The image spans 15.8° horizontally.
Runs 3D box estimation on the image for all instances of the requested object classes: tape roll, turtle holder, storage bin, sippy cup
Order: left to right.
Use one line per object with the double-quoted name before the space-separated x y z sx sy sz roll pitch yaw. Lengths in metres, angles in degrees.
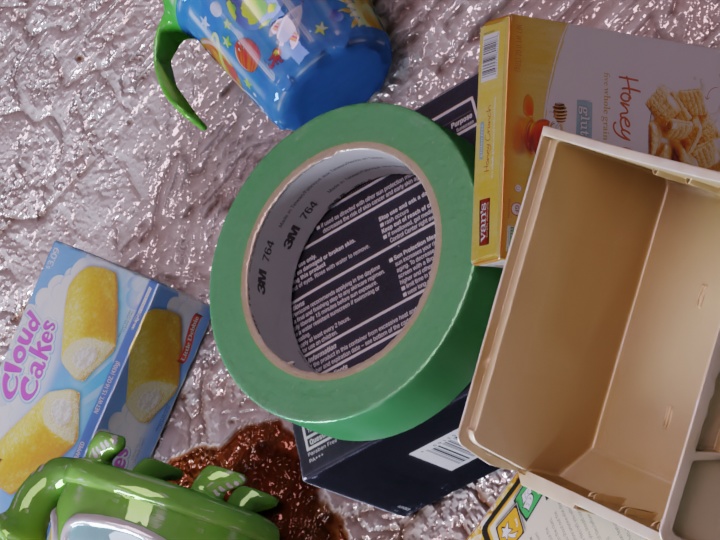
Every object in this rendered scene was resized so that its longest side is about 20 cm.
"turtle holder" -0.152 0.182 1.690 0.185 0.141 0.132 19 81 -5
"sippy cup" -0.048 -0.171 1.776 0.130 0.139 0.178 55 133 25
"tape roll" 0.000 0.000 1.563 0.200 0.048 0.201 -13 66 33
"storage bin" 0.160 0.043 1.388 0.200 0.093 0.199 21 95 59

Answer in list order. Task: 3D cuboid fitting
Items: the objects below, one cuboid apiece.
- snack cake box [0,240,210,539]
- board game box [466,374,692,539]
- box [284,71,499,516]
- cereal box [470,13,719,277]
"snack cake box" -0.198 0.093 1.823 0.115 0.067 0.201 20 86 39
"board game box" 0.146 0.146 1.502 0.200 0.046 0.152 -55 33 26
"box" 0.053 0.017 1.626 0.200 0.123 0.199 -28 60 26
"cereal box" 0.161 -0.065 1.521 0.039 0.199 0.144 -13 73 63
